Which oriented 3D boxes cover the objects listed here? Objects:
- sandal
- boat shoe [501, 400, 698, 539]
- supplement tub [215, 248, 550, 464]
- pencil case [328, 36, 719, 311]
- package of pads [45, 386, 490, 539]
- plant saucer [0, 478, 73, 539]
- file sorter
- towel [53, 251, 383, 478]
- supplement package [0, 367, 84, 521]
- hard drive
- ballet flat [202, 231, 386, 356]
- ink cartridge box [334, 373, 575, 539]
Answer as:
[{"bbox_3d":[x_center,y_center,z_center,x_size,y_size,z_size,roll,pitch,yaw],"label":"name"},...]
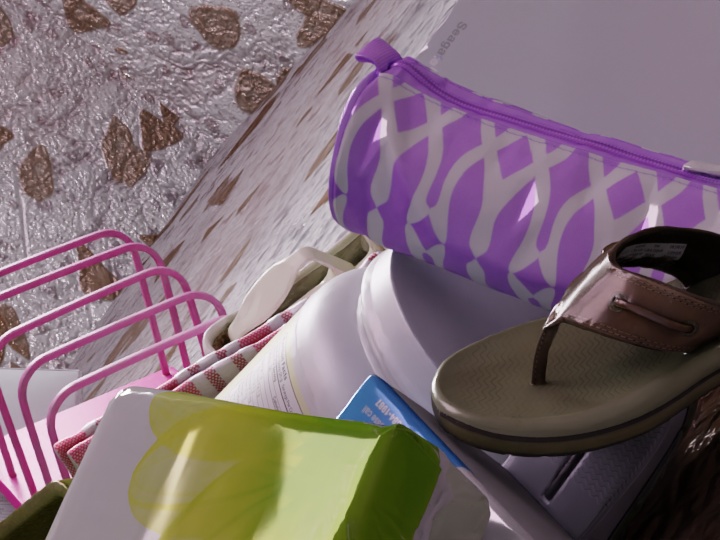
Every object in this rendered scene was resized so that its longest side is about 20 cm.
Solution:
[{"bbox_3d":[0.117,0.009,0.754,0.200,0.058,0.080,-21,26,11],"label":"sandal"},{"bbox_3d":[0.070,0.113,0.840,0.200,0.072,0.062,-50,-28,16],"label":"boat shoe"},{"bbox_3d":[0.001,0.090,0.961,0.200,0.145,0.145,-46,11,29],"label":"supplement tub"},{"bbox_3d":[0.084,-0.027,0.863,0.084,0.199,0.086,-48,-31,-48],"label":"pencil case"},{"bbox_3d":[-0.058,0.142,0.694,0.154,0.068,0.201,6,66,47],"label":"package of pads"},{"bbox_3d":[-0.088,0.181,0.920,0.048,0.200,0.200,-41,2,-35],"label":"plant saucer"},{"bbox_3d":[-0.142,0.069,1.201,0.138,0.126,0.200,-23,26,-21],"label":"file sorter"},{"bbox_3d":[-0.043,0.081,1.075,0.199,0.147,0.030,-31,46,-1],"label":"towel"},{"bbox_3d":[-0.253,0.198,1.340,0.201,0.146,0.192,-95,8,-49],"label":"supplement package"},{"bbox_3d":[0.123,-0.081,0.961,0.132,0.199,0.026,-53,-32,-12],"label":"hard drive"},{"bbox_3d":[0.000,0.000,1.084,0.200,0.070,0.069,-39,11,4],"label":"ballet flat"},{"bbox_3d":[-0.003,0.162,0.745,0.200,0.084,0.145,-51,37,4],"label":"ink cartridge box"}]
